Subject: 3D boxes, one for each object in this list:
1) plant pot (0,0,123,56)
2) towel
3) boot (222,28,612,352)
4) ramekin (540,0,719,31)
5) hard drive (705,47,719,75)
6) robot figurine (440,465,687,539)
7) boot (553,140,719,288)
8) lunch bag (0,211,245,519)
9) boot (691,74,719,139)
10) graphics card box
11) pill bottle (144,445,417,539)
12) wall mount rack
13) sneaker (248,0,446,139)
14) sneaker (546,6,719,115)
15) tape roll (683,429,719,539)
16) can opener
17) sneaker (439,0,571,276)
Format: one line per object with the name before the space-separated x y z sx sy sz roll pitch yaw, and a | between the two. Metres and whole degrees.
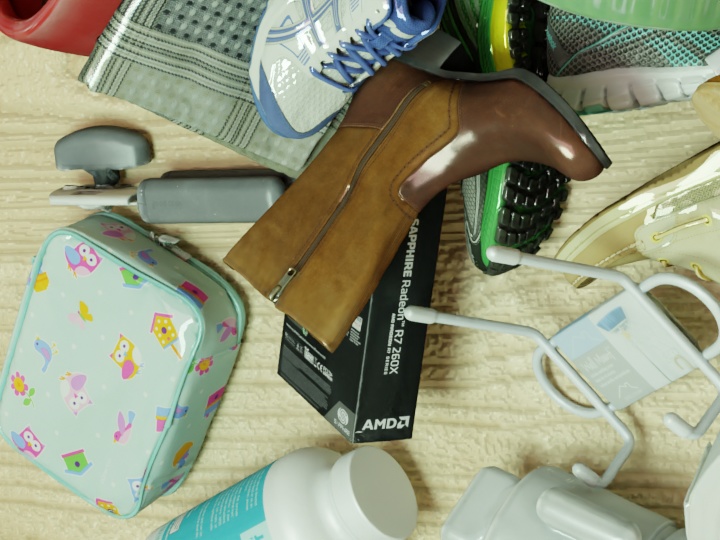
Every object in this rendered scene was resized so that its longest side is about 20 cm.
plant pot | -0.123 -0.229 1.541 0.200 0.182 0.201 -23 63 57
towel | -0.048 -0.156 1.481 0.193 0.200 0.035 -56 41 15
boot | 0.032 -0.039 1.446 0.188 0.068 0.200 33 81 33
ramekin | 0.165 -0.215 1.397 0.200 0.200 0.098 22 121 24
hard drive | 0.317 -0.125 1.383 0.200 0.027 0.132 -35 84 10
robot figurine | 0.151 0.200 1.560 0.200 0.113 0.170 25 154 23
boot | 0.229 0.005 1.490 0.200 0.073 0.156 -30 88 30
lunch bag | -0.178 0.062 1.738 0.160 0.077 0.200 32 117 21
boot | 0.295 -0.122 1.340 0.201 0.144 0.071 10 148 44
graphics card box | 0.000 0.000 1.600 0.125 0.051 0.201 36 123 56
pill bottle | -0.055 0.193 1.681 0.200 0.111 0.111 -32 86 33
wall mount rack | 0.131 0.047 1.504 0.174 0.075 0.200 45 147 -4
sneaker | 0.001 -0.153 1.434 0.200 0.075 0.088 -60 38 23
sneaker | 0.196 -0.148 1.468 0.199 0.078 0.092 -6 91 27
tape roll | 0.299 0.152 1.450 0.202 0.071 0.203 12 127 17
can opener | -0.134 -0.068 1.692 0.199 0.053 0.067 0 104 29
sneaker | 0.084 -0.097 1.553 0.085 0.078 0.201 2 95 37
